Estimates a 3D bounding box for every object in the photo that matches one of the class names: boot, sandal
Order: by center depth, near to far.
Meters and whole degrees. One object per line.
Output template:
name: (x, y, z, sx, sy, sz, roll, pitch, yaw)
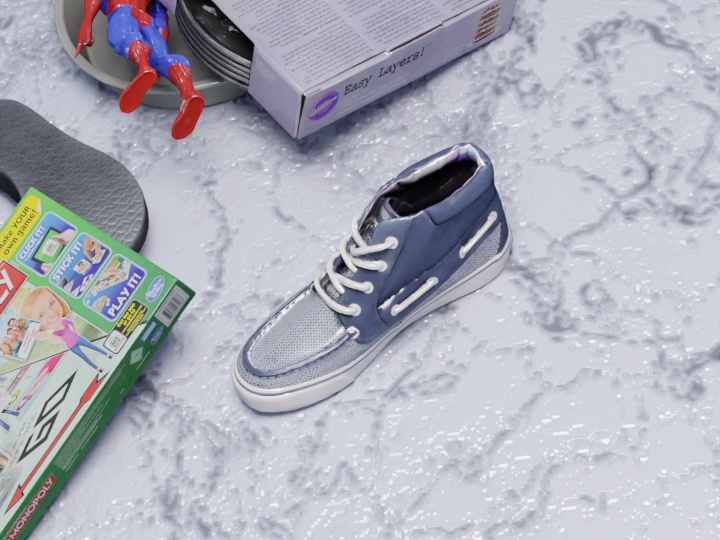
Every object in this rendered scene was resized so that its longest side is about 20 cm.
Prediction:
boot: (0.000, 0.000, 1.287, 0.200, 0.090, 0.073, -35, 54, -13)
sandal: (-0.200, -0.053, 1.414, 0.076, 0.043, 0.200, -29, 44, -18)

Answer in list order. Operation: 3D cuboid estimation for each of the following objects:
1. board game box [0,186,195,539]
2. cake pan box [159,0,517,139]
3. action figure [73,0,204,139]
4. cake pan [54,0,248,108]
board game box: (-0.209, 0.062, 1.298, 0.134, 0.029, 0.200, 30, 82, 30)
cake pan box: (-0.025, -0.193, 1.415, 0.200, 0.052, 0.184, -31, 61, -29)
action figure: (-0.151, -0.157, 1.410, 0.052, 0.065, 0.200, -55, 31, 24)
cake pan: (-0.114, -0.190, 1.492, 0.200, 0.037, 0.201, -7, 53, 9)
